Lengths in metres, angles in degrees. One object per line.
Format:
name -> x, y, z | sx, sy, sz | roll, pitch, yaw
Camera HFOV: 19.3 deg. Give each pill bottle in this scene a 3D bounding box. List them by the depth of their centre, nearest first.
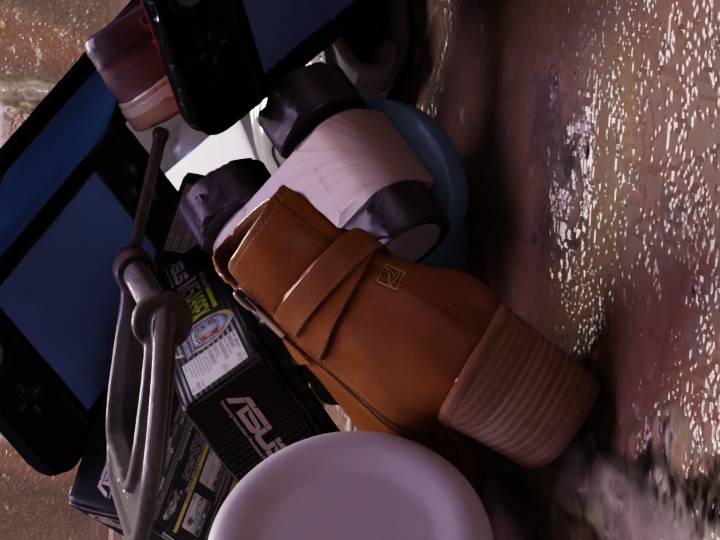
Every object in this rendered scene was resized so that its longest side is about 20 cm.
pill bottle -> 0.005, 0.165, 0.895 | 0.200, 0.116, 0.116 | 79, -178, -53

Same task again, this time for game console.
game console -> 0.005, -0.164, 0.943 | 0.119, 0.200, 0.172 | 24, 144, 38
game console -> -0.138, -0.021, 1.138 | 0.116, 0.176, 0.200 | -18, 28, 42

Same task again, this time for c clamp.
c clamp -> -0.106, 0.034, 1.002 | 0.200, 0.027, 0.171 | -125, 45, -71

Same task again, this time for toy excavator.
toy excavator -> 0.000, 0.000, 1.069 | 0.194, 0.200, 0.100 | -47, 64, 25

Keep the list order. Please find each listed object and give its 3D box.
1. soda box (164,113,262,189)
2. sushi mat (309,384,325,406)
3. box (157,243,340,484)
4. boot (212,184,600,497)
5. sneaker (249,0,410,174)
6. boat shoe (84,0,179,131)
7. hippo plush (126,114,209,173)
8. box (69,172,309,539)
soda box -> -0.097, -0.030, 1.350 | 0.200, 0.064, 0.068 | -35, 73, 44
sushi mat -> -0.012, 0.021, 1.241 | 0.200, 0.012, 0.096 | 103, -175, -50
box -> -0.040, 0.082, 1.060 | 0.160, 0.044, 0.200 | 55, 180, -19
boot -> 0.001, 0.037, 0.898 | 0.074, 0.155, 0.200 | -60, 5, -29
sneaker -> -0.014, -0.109, 1.199 | 0.099, 0.078, 0.200 | -121, 33, -62
boat shoe -> -0.077, -0.154, 1.112 | 0.072, 0.065, 0.200 | -15, 31, 44
hippo plush -> -0.117, -0.071, 1.465 | 0.159, 0.161, 0.200 | -116, 30, -66
box -> -0.083, 0.066, 1.219 | 0.161, 0.049, 0.200 | 44, -121, -60
